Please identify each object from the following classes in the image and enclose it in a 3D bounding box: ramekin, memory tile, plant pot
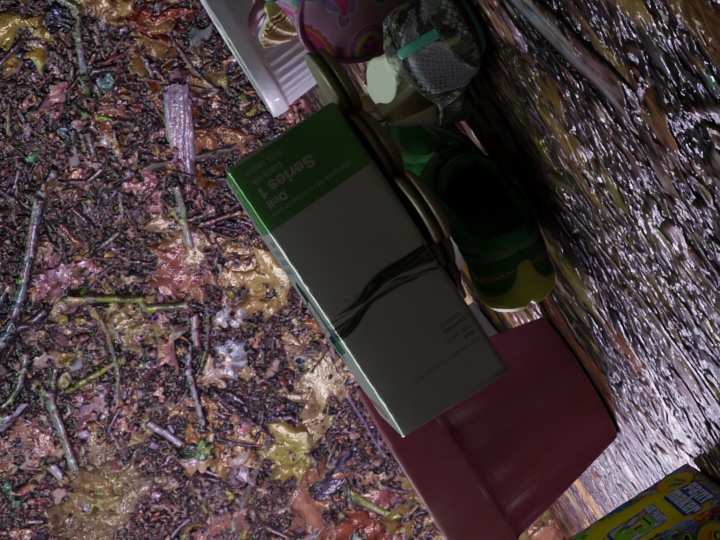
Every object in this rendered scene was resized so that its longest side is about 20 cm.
[{"bbox_3d":[-0.106,-0.285,1.803,0.201,0.105,0.200,57,179,1],"label":"ramekin"},{"bbox_3d":[0.021,-0.057,1.071,0.154,0.017,0.200,55,176,17],"label":"memory tile"},{"bbox_3d":[0.122,0.143,1.434,0.201,0.178,0.200,57,178,2],"label":"plant pot"}]

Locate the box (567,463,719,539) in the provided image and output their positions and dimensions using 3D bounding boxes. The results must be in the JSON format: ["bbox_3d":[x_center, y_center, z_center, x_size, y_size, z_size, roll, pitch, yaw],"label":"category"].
[{"bbox_3d":[0.201,0.270,1.053,0.201,0.192,0.122,57,179,-4],"label":"box"}]

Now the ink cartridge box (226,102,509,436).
[{"bbox_3d":[0.000,0.000,1.045,0.201,0.084,0.146,57,176,-3],"label":"ink cartridge box"}]

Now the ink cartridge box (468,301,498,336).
[{"bbox_3d":[0.118,0.154,2.018,0.084,0.175,0.200,58,179,-27],"label":"ink cartridge box"}]

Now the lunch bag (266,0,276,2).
[{"bbox_3d":[-0.110,-0.280,1.005,0.200,0.122,0.171,31,160,45],"label":"lunch bag"}]

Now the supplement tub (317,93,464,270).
[{"bbox_3d":[0.014,-0.069,1.344,0.145,0.144,0.200,58,179,-19],"label":"supplement tub"}]

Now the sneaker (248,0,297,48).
[{"bbox_3d":[-0.080,-0.264,1.488,0.090,0.075,0.200,56,-172,-3],"label":"sneaker"}]

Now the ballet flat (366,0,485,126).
[{"bbox_3d":[0.034,-0.121,0.972,0.072,0.072,0.200,58,179,5],"label":"ballet flat"}]

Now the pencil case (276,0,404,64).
[{"bbox_3d":[-0.029,-0.209,1.120,0.088,0.087,0.200,58,178,-29],"label":"pencil case"}]

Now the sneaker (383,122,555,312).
[{"bbox_3d":[0.075,-0.059,1.107,0.200,0.074,0.084,54,163,43],"label":"sneaker"}]
